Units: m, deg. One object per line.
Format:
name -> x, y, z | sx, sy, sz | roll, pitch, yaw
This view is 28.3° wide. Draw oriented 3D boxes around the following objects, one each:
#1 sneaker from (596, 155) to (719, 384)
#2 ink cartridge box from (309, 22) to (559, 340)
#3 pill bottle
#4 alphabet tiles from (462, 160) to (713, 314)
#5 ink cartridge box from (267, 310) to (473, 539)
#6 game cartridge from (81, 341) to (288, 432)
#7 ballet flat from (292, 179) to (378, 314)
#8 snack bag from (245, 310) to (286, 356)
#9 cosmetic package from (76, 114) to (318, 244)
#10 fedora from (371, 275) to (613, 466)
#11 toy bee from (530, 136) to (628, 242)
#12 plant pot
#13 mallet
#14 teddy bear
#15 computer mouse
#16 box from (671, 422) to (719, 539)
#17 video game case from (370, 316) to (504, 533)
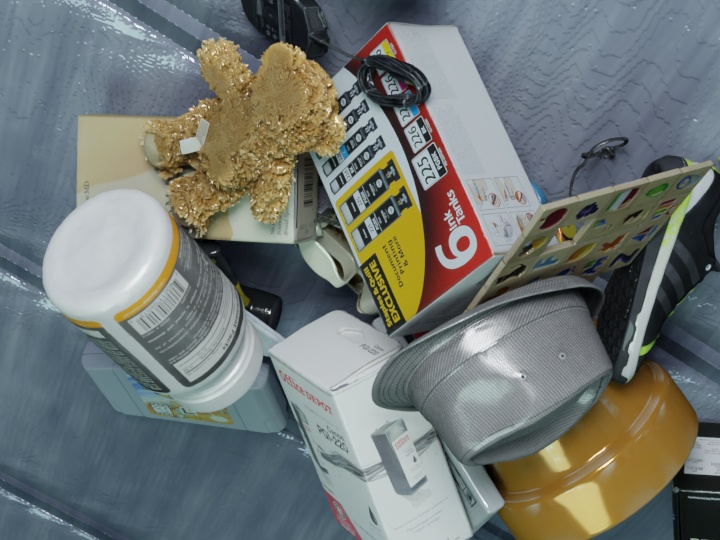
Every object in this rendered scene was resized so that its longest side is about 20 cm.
sneaker -> 0.255, 0.005, 1.163 | 0.082, 0.072, 0.202 | 11, 108, -12
ink cartridge box -> 0.036, -0.059, 1.117 | 0.083, 0.202, 0.175 | -7, 156, -43
pill bottle -> -0.164, 0.032, 1.177 | 0.115, 0.117, 0.200 | -6, 147, 23
alphabet tiles -> 0.158, -0.006, 1.080 | 0.166, 0.008, 0.200 | -16, 154, -31
ink cartridge box -> 0.008, 0.153, 1.290 | 0.145, 0.084, 0.202 | 25, 137, 60
game cartridge -> -0.181, 0.118, 1.466 | 0.198, 0.042, 0.133 | 6, 157, 12
ballet flat -> 0.000, 0.000, 1.287 | 0.200, 0.072, 0.072 | 40, 133, -23
snack bag -> -0.173, 0.033, 1.346 | 0.188, 0.022, 0.200 | 1, 149, 49
cosmetic package -> -0.138, -0.079, 1.215 | 0.198, 0.071, 0.107 | 2, 95, 14
fedora -> 0.116, 0.089, 1.098 | 0.198, 0.091, 0.177 | -21, 155, -19
toy bee -> 0.131, -0.025, 1.176 | 0.130, 0.110, 0.199 | -10, 172, -37
plant pot -> 0.169, 0.112, 1.275 | 0.199, 0.200, 0.184 | -27, 106, 37
mallet -> -0.109, 0.015, 1.303 | 0.065, 0.042, 0.200 | 16, 164, 4
teddy bear -> -0.092, -0.106, 1.124 | 0.200, 0.066, 0.146 | -47, 70, 31
computer mouse -> -0.017, -0.177, 1.079 | 0.199, 0.034, 0.059 | 36, 142, 30
box -> 0.405, 0.234, 1.384 | 0.198, 0.087, 0.165 | 2, 136, 16
video game case -> 0.055, 0.156, 1.336 | 0.201, 0.023, 0.183 | 58, 161, 14
